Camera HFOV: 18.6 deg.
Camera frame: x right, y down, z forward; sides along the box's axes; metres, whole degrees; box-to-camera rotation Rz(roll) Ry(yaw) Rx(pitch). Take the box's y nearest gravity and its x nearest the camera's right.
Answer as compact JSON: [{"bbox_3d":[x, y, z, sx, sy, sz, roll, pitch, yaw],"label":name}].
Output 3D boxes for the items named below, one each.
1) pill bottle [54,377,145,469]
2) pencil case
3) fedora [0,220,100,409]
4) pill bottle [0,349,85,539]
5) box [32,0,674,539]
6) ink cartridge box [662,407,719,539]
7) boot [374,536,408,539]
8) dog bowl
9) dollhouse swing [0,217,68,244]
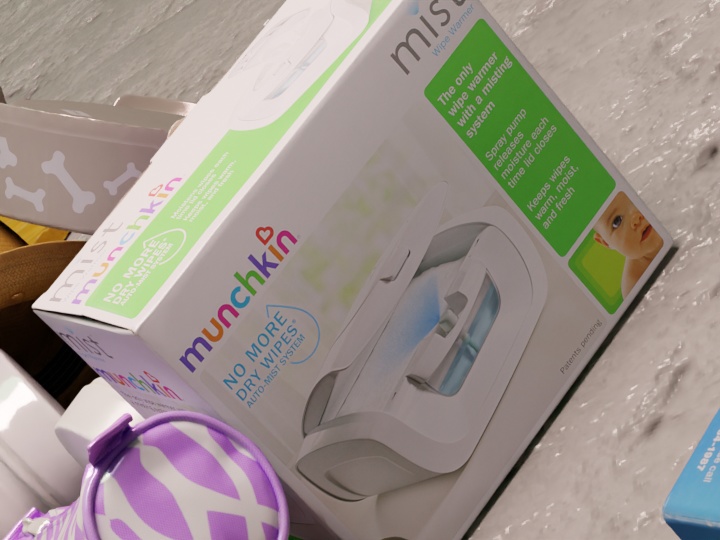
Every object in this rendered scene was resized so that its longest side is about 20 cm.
[{"bbox_3d":[-0.045,0.020,0.997,0.200,0.112,0.112,-51,29,-18],"label":"pill bottle"},{"bbox_3d":[-0.091,0.112,0.879,0.084,0.086,0.200,-37,-1,-27],"label":"pencil case"},{"bbox_3d":[-0.203,0.027,1.107,0.201,0.201,0.082,-38,68,7],"label":"fedora"},{"bbox_3d":[-0.210,0.139,1.039,0.200,0.114,0.114,-45,28,-6],"label":"pill bottle"},{"bbox_3d":[0.000,0.000,0.902,0.200,0.177,0.097,-51,29,-18],"label":"box"},{"bbox_3d":[0.214,0.050,0.661,0.200,0.084,0.145,2,51,53],"label":"ink cartridge box"},{"bbox_3d":[-0.068,0.193,0.849,0.200,0.073,0.182,-22,32,45],"label":"boot"},{"bbox_3d":[-0.114,-0.054,1.127,0.200,0.200,0.059,20,104,59],"label":"dog bowl"},{"bbox_3d":[-0.307,-0.060,1.374,0.182,0.176,0.200,-36,28,12],"label":"dollhouse swing"}]
